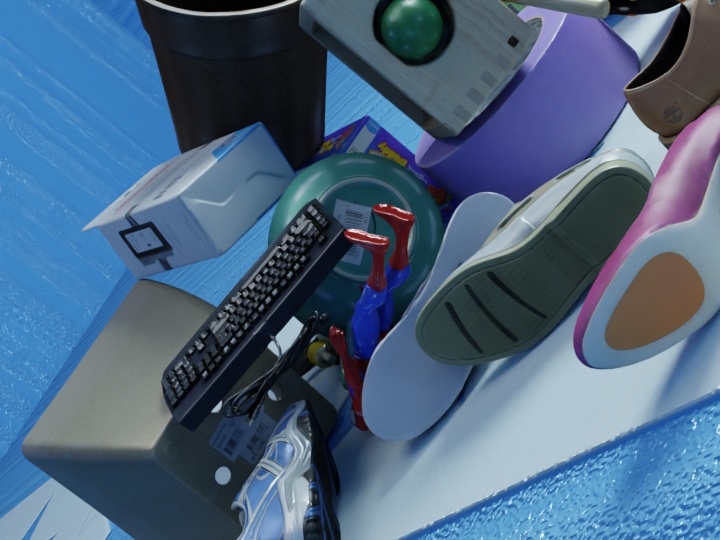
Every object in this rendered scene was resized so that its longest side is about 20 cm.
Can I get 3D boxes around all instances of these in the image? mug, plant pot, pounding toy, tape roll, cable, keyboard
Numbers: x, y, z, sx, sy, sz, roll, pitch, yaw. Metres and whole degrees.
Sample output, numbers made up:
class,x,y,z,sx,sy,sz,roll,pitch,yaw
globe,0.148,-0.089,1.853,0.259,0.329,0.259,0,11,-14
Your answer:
class,x,y,z,sx,sy,sz,roll,pitch,yaw
mug,0.005,-0.010,1.056,0.152,0.186,0.114,-34,-6,-12
plant pot,-0.140,0.140,1.097,0.177,0.200,0.200,-4,48,55
pounding toy,0.065,-0.201,0.985,0.142,0.184,0.200,-51,6,2
tape roll,0.143,-0.143,1.085,0.200,0.085,0.200,-47,14,16
cable,-0.040,0.065,1.213,0.097,0.050,0.200,-57,16,-23
keyboard,-0.077,0.042,0.959,0.200,0.021,0.127,-50,40,4
plant pot,-0.114,-0.208,1.182,0.201,0.199,0.199,-66,-19,-45

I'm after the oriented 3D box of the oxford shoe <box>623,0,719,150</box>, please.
class,x,y,z,sx,sy,sz,roll,pitch,yaw
oxford shoe,0.258,-0.174,0.830,0.200,0.071,0.071,-49,13,6

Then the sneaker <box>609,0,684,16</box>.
class,x,y,z,sx,sy,sz,roll,pitch,yaw
sneaker,0.247,-0.237,0.962,0.090,0.070,0.200,-28,4,-12

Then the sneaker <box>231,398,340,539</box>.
class,x,y,z,sx,sy,sz,roll,pitch,yaw
sneaker,-0.060,0.163,0.949,0.077,0.076,0.200,-20,18,8

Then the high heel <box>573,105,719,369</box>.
class,x,y,z,sx,sy,sz,roll,pitch,yaw
high heel,0.172,-0.023,0.713,0.200,0.067,0.096,-50,23,-14

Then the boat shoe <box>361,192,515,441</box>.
class,x,y,z,sx,sy,sz,roll,pitch,yaw
boat shoe,0.068,0.040,0.931,0.201,0.073,0.065,-59,-16,-5

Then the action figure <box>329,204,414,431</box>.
class,x,y,z,sx,sy,sz,roll,pitch,yaw
action figure,0.007,0.046,0.951,0.065,0.051,0.201,-49,-32,-48

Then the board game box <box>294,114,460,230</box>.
class,x,y,z,sx,sy,sz,roll,pitch,yaw
board game box,0.010,-0.080,1.242,0.045,0.134,0.200,-55,14,-16

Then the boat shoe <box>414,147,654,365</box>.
class,x,y,z,sx,sy,sz,roll,pitch,yaw
boat shoe,0.123,-0.008,0.858,0.200,0.075,0.068,-38,12,22

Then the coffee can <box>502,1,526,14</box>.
class,x,y,z,sx,sy,sz,roll,pitch,yaw
coffee can,0.204,-0.328,1.219,0.200,0.146,0.147,-33,23,53

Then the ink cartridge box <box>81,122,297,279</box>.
class,x,y,z,sx,sy,sz,roll,pitch,yaw
ink cartridge box,-0.161,-0.058,1.138,0.199,0.068,0.116,-11,29,53
